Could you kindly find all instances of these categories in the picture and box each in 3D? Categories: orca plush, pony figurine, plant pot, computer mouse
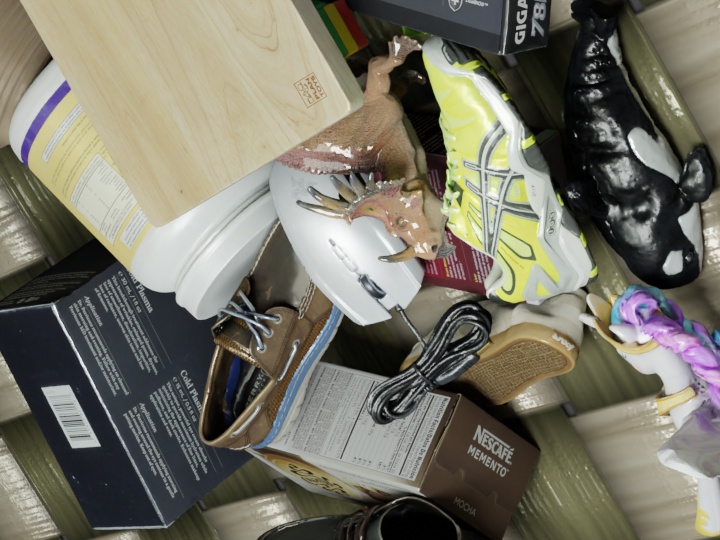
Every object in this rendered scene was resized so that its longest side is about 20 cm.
[{"bbox_3d":[0.163,-0.069,1.582,0.105,0.071,0.200,16,129,38],"label":"orca plush"},{"bbox_3d":[0.243,0.094,1.584,0.193,0.167,0.200,8,140,52],"label":"pony figurine"},{"bbox_3d":[-0.276,-0.161,1.886,0.093,0.201,0.201,28,139,5],"label":"plant pot"},{"bbox_3d":[0.000,0.000,1.705,0.110,0.044,0.200,-37,88,23],"label":"computer mouse"}]

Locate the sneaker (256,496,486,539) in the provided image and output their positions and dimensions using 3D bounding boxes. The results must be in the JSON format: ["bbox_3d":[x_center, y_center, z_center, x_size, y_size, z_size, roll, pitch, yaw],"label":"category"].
[{"bbox_3d":[-0.001,0.196,1.800,0.200,0.075,0.106,-1,153,22],"label":"sneaker"}]

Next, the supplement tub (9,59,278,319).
[{"bbox_3d":[-0.146,-0.076,1.842,0.200,0.145,0.145,45,142,11],"label":"supplement tub"}]

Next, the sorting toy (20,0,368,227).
[{"bbox_3d":[-0.102,-0.160,1.604,0.199,0.070,0.200,-28,93,40],"label":"sorting toy"}]

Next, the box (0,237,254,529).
[{"bbox_3d":[-0.162,0.072,1.946,0.104,0.182,0.200,-8,112,49],"label":"box"}]

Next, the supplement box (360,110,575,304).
[{"bbox_3d":[0.053,-0.049,1.723,0.200,0.061,0.109,11,125,40],"label":"supplement box"}]

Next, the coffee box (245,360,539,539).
[{"bbox_3d":[0.016,0.129,1.851,0.200,0.080,0.113,12,162,41],"label":"coffee box"}]

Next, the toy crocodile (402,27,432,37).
[{"bbox_3d":[0.090,-0.190,1.578,0.200,0.062,0.068,-26,81,47],"label":"toy crocodile"}]

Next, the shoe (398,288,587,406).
[{"bbox_3d":[0.097,0.054,1.774,0.070,0.053,0.200,30,154,-24],"label":"shoe"}]

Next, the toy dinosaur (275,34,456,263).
[{"bbox_3d":[-0.019,-0.088,1.655,0.200,0.136,0.086,16,167,37],"label":"toy dinosaur"}]

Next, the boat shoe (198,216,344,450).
[{"bbox_3d":[-0.065,0.045,1.776,0.072,0.072,0.200,29,116,31],"label":"boat shoe"}]

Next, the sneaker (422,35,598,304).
[{"bbox_3d":[0.082,-0.059,1.580,0.200,0.076,0.075,61,-174,-24],"label":"sneaker"}]

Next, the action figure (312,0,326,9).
[{"bbox_3d":[-0.032,-0.203,1.697,0.118,0.055,0.200,56,143,-1],"label":"action figure"}]

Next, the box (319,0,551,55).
[{"bbox_3d":[0.038,-0.251,1.535,0.200,0.050,0.199,23,119,41],"label":"box"}]

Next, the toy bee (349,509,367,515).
[{"bbox_3d":[0.003,0.232,1.962,0.200,0.131,0.109,93,153,-54],"label":"toy bee"}]
